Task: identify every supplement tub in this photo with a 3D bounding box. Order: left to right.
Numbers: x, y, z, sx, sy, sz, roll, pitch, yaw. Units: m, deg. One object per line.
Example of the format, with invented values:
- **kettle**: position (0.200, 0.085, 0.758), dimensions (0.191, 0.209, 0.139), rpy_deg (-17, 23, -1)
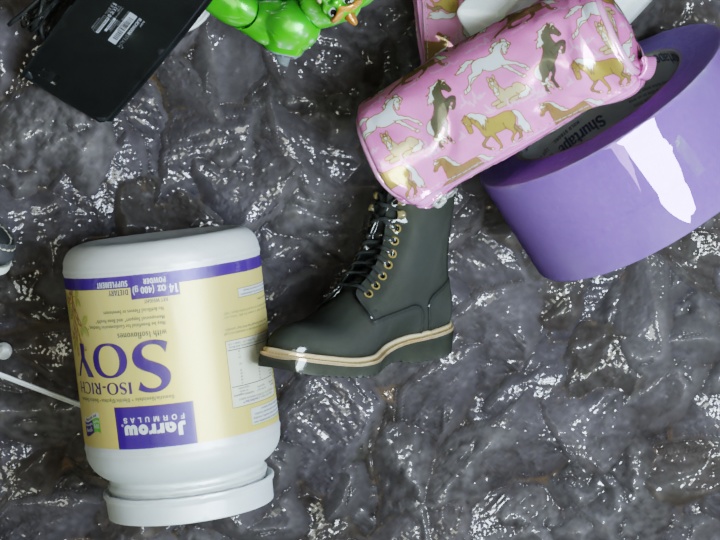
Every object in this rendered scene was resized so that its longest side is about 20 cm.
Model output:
- **supplement tub**: position (-0.135, 0.074, 1.369), dimensions (0.145, 0.145, 0.201), rpy_deg (-7, 94, -2)

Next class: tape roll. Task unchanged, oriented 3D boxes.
- **tape roll**: position (0.189, -0.085, 1.336), dimensions (0.200, 0.200, 0.085), rpy_deg (-33, 105, 5)

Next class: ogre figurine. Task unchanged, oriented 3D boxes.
- **ogre figurine**: position (-0.032, -0.228, 1.305), dimensions (0.200, 0.098, 0.120), rpy_deg (-40, 107, -2)

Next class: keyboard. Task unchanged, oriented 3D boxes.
- **keyboard**: position (-0.174, -0.189, 1.327), dimensions (0.104, 0.040, 0.200), rpy_deg (31, 137, -17)

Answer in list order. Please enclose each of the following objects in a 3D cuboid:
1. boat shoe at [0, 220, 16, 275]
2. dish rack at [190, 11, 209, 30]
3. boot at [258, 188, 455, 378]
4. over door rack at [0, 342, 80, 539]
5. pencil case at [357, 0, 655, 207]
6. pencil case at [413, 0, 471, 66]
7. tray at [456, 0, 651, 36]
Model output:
- **boat shoe**: position (-0.326, -0.075, 1.370), dimensions (0.200, 0.074, 0.060), rpy_deg (39, 104, -5)
- **dish rack**: position (-0.179, -0.272, 1.341), dimensions (0.199, 0.044, 0.172), rpy_deg (20, 102, -10)
- **boot**: position (0.000, 0.000, 1.371), dimensions (0.077, 0.200, 0.139), rpy_deg (11, 102, 31)
- **over door rack**: position (-0.280, 0.138, 1.439), dimensions (0.200, 0.067, 0.148), rpy_deg (29, 102, -25)
- **pencil case**: position (0.098, -0.120, 1.285), dimensions (0.200, 0.083, 0.087), rpy_deg (-30, 119, 16)
- **pencil case**: position (0.075, -0.196, 1.360), dimensions (0.086, 0.083, 0.201), rpy_deg (0, 107, 21)
- **tray**: position (0.166, -0.211, 1.349), dimensions (0.200, 0.022, 0.107), rpy_deg (-46, 118, -12)
